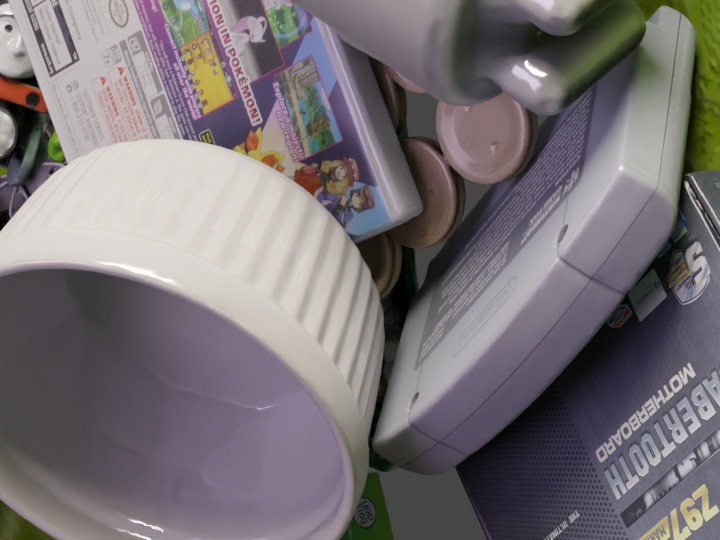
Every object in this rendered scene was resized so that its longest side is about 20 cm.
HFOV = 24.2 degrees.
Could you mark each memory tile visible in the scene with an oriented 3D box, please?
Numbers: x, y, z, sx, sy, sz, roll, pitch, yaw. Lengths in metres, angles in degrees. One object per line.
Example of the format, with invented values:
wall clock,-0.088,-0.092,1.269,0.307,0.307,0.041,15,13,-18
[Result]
memory tile,-0.011,-0.097,0.771,0.153,0.017,0.201,-44,71,39

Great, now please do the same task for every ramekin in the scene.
ramekin,-0.083,0.036,0.746,0.200,0.199,0.106,-49,13,44

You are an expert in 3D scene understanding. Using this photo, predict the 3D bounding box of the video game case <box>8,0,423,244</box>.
video game case,-0.077,-0.090,0.789,0.181,0.023,0.202,-22,87,36

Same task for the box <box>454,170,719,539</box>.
box,0.126,0.081,0.682,0.200,0.051,0.159,-51,54,44

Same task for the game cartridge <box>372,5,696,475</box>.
game cartridge,0.071,-0.003,0.702,0.200,0.040,0.134,-52,11,43

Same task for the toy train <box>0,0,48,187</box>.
toy train,-0.220,-0.123,0.991,0.200,0.084,0.115,-139,67,-68

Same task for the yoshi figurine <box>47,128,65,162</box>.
yoshi figurine,-0.115,-0.066,0.947,0.113,0.111,0.200,69,169,-21

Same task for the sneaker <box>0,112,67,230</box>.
sneaker,-0.197,-0.050,1.083,0.075,0.081,0.202,42,123,42

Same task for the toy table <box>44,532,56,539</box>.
toy table,-0.253,0.112,1.120,0.184,0.200,0.117,-47,62,5

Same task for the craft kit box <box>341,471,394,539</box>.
craft kit box,-0.037,0.230,0.930,0.199,0.048,0.200,-28,69,52

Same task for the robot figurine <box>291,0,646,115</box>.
robot figurine,0.020,-0.142,0.654,0.199,0.113,0.171,37,145,23

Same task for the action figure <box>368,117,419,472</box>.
action figure,0.000,0.000,0.842,0.118,0.054,0.203,145,118,-62
